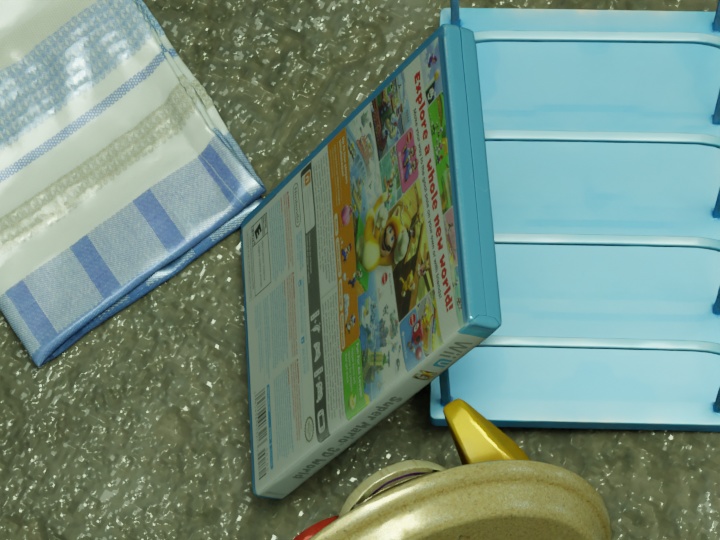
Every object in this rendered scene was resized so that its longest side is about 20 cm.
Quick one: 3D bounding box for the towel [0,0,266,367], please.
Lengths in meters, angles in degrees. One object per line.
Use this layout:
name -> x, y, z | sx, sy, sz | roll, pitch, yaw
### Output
towel -> -0.151, -0.071, 1.411 | 0.147, 0.024, 0.200 | -35, 70, 1

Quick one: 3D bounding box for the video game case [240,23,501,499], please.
video game case -> 0.000, 0.000, 1.273 | 0.018, 0.200, 0.144 | 11, 60, -26

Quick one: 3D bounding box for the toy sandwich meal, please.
toy sandwich meal -> 0.019, 0.137, 1.221 | 0.205, 0.205, 0.070 | -33, 52, 1

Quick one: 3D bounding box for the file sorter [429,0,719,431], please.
file sorter -> 0.101, -0.040, 1.282 | 0.138, 0.123, 0.201 | 1, 74, 3
